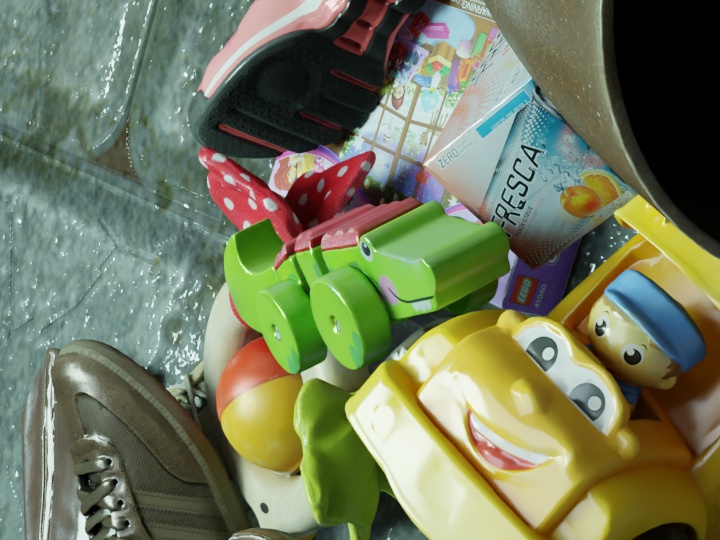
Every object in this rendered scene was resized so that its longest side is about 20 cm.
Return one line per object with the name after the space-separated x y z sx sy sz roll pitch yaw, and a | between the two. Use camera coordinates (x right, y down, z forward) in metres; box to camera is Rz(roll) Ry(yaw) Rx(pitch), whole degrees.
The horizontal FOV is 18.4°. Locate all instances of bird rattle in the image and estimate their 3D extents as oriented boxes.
-0.036 0.046 1.044 0.200 0.112 0.163 58 141 18 | bird rattle

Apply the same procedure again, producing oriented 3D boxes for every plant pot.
0.111 -0.116 0.735 0.200 0.186 0.188 38 111 59 | plant pot

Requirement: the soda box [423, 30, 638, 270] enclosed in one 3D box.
0.096 -0.091 0.894 0.068 0.064 0.200 -37 16 40 | soda box

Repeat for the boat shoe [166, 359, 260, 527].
-0.073 0.085 1.148 0.072 0.065 0.201 42 114 47 | boat shoe

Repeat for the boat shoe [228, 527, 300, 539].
-0.052 0.215 0.985 0.075 0.072 0.201 -6 78 37 | boat shoe

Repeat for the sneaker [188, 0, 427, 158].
-0.012 -0.137 1.074 0.200 0.074 0.087 -46 37 24 | sneaker

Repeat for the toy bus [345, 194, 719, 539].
0.122 0.033 0.815 0.136 0.200 0.192 49 114 28 | toy bus

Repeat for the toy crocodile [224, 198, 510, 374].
0.000 0.000 0.888 0.062 0.067 0.200 66 160 -5 | toy crocodile

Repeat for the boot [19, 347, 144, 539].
-0.189 0.153 1.278 0.186 0.064 0.201 -16 72 35 | boot

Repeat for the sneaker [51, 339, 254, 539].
-0.101 0.130 1.084 0.200 0.075 0.070 57 146 -8 | sneaker

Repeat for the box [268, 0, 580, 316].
0.041 -0.074 1.065 0.200 0.039 0.138 27 103 50 | box
